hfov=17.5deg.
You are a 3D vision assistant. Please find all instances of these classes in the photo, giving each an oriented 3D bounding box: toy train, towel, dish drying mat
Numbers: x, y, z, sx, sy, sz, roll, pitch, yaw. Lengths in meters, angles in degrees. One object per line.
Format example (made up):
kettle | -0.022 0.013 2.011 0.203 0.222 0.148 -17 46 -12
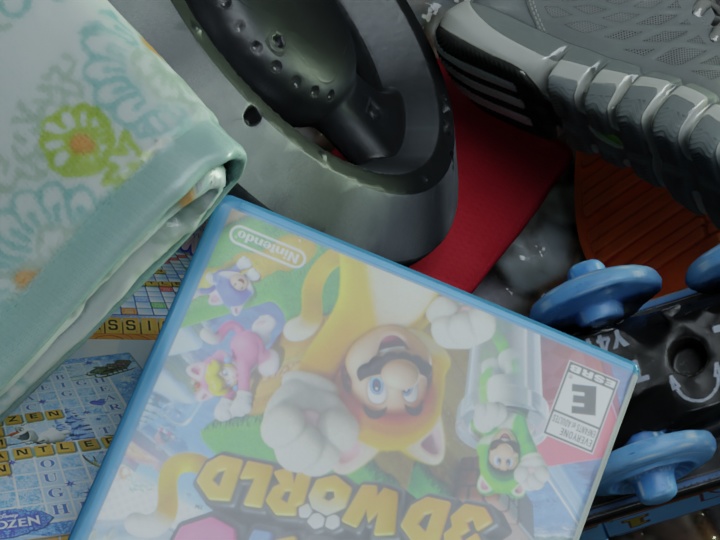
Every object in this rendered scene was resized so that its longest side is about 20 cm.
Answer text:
toy train | 0.091 0.047 0.793 0.199 0.114 0.087 -18 71 5
towel | -0.158 -0.023 0.705 0.200 0.048 0.171 -44 78 -1
dish drying mat | 0.000 0.000 0.874 0.077 0.018 0.200 38 58 5

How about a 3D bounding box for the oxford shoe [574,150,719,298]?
oxford shoe | 0.139 -0.002 0.913 0.073 0.071 0.201 8 62 -43

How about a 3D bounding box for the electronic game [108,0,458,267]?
electronic game | -0.036 -0.086 0.829 0.200 0.042 0.200 38 32 -29

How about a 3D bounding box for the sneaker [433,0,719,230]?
sneaker | 0.134 -0.084 0.853 0.200 0.075 0.116 29 76 22

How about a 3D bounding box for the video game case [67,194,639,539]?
video game case | -0.015 0.092 0.701 0.143 0.018 0.201 22 73 1

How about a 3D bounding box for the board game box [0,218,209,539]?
board game box | -0.117 0.044 0.778 0.199 0.041 0.200 -2 64 -18
